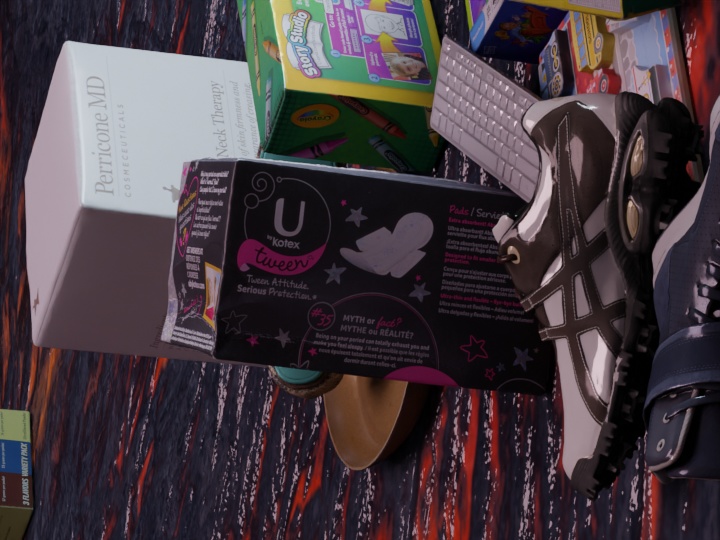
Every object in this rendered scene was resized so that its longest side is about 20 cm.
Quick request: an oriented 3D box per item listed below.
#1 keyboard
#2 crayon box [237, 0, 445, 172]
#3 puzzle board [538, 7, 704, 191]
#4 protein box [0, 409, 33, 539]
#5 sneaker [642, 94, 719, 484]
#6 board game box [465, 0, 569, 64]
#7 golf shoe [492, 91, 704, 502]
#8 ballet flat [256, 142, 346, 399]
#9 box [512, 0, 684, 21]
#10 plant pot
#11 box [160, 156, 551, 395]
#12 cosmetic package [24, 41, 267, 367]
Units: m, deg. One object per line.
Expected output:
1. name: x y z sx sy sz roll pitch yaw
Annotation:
1. keyboard: 0.087 -0.074 1.414 0.200 0.011 0.057 43 124 56
2. crayon box: -0.014 -0.159 1.683 0.058 0.118 0.201 113 156 -43
3. puzzle board: 0.134 -0.076 1.360 0.151 0.017 0.201 121 149 -54
4. protein box: -0.492 0.262 2.908 0.199 0.199 0.136 116 153 -47
5. sneaker: 0.173 0.012 1.089 0.203 0.076 0.147 105 174 -56
6. board game box: 0.110 -0.233 1.440 0.200 0.044 0.135 118 152 -50
7. golf shoe: 0.109 0.010 1.251 0.078 0.094 0.202 -15 -66 -68
8. ballet flat: -0.035 -0.015 1.704 0.075 0.067 0.202 9 -102 -74
9. box: 0.090 -0.202 1.350 0.200 0.048 0.118 19 119 53
10. plant pot: 0.016 0.032 1.678 0.200 0.027 0.202 -174 90 -73
11. box: 0.000 0.000 1.455 0.132 0.199 0.116 -171 89 -72
12. cosmetic package: -0.137 -0.046 1.899 0.167 0.199 0.168 116 153 -46
